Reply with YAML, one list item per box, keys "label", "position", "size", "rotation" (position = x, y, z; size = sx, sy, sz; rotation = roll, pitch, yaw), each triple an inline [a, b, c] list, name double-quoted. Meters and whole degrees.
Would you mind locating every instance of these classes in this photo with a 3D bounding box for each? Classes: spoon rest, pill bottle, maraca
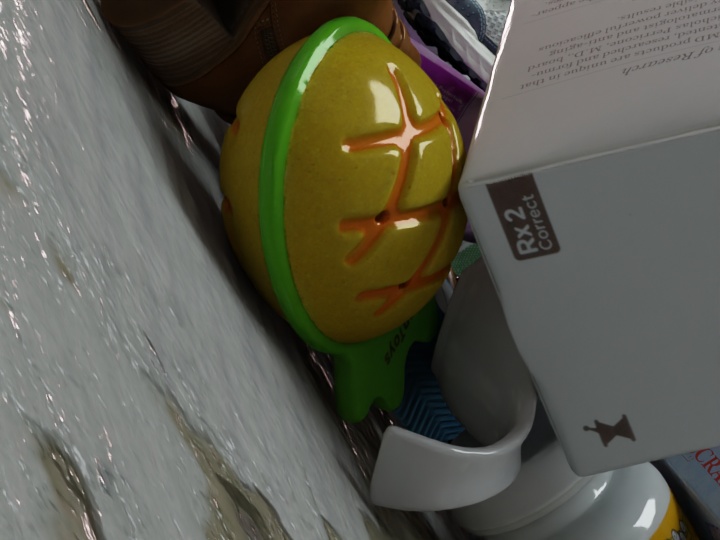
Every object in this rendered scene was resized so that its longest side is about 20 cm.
- label: "spoon rest"
  position: [0.057, 0.053, 1.279]
  size: [0.060, 0.100, 0.200]
  rotation: [19, 29, 7]
- label: "pill bottle"
  position: [0.119, 0.161, 1.350]
  size: [0.201, 0.112, 0.113]
  rotation: [59, 6, -17]
- label: "maraca"
  position: [-0.001, -0.022, 1.242]
  size: [0.137, 0.106, 0.201]
  rotation: [-58, 145, -33]

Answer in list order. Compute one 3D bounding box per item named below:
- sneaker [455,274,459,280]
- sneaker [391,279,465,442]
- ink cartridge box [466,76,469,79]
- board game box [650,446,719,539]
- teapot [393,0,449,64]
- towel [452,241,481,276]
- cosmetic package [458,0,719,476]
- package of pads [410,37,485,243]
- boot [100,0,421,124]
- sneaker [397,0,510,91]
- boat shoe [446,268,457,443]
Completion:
- label: "sneaker"
  position: [0.049, 0.024, 1.558]
  size: [0.200, 0.082, 0.078]
  rotation: [54, 8, -20]
- label: "sneaker"
  position: [0.000, 0.000, 1.367]
  size: [0.081, 0.076, 0.200]
  rotation: [51, -8, 49]
- label: "ink cartridge box"
  position: [0.047, -0.177, 1.743]
  size: [0.198, 0.200, 0.044]
  rotation: [38, -34, 30]
- label: "board game box"
  position: [0.193, 0.143, 1.422]
  size: [0.200, 0.041, 0.200]
  rotation: [63, -7, -36]
- label: "teapot"
  position: [0.027, -0.220, 1.606]
  size: [0.198, 0.146, 0.200]
  rotation: [47, -11, 7]
- label: "towel"
  position: [0.114, 0.060, 1.620]
  size: [0.201, 0.149, 0.031]
  rotation: [60, 3, -6]
- label: "cosmetic package"
  position: [0.158, -0.040, 1.274]
  size: [0.200, 0.164, 0.165]
  rotation: [-73, 144, -55]
- label: "package of pads"
  position: [0.026, -0.076, 1.463]
  size: [0.120, 0.076, 0.200]
  rotation: [34, 3, 11]
- label: "boot"
  position: [-0.003, -0.120, 1.276]
  size: [0.155, 0.199, 0.077]
  rotation: [37, 33, -55]
- label: "sneaker"
  position: [0.104, -0.122, 1.509]
  size: [0.200, 0.086, 0.078]
  rotation: [37, 3, -22]
- label: "boat shoe"
  position: [0.066, 0.081, 1.500]
  size: [0.201, 0.067, 0.072]
  rotation: [58, 6, -17]
